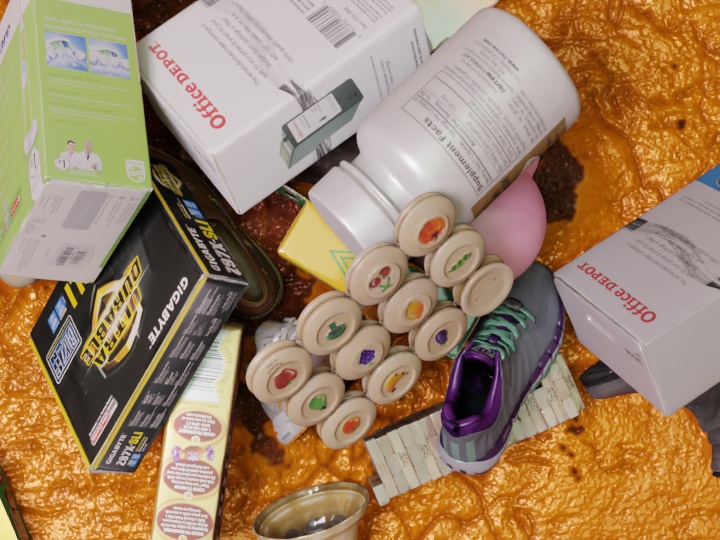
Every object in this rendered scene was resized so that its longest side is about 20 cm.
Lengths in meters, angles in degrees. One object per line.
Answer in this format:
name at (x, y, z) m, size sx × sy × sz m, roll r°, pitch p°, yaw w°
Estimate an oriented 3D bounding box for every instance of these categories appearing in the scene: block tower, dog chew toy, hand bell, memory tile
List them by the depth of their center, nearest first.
memory tile at (0.019, 0.043, 0.974) m, size 0.200 × 0.153 × 0.017 m, roll -45°, pitch 50°, yaw 2°
dog chew toy at (0.099, -0.092, 1.108) m, size 0.122 × 0.125 × 0.204 m, roll 5°, pitch 82°, yaw -3°
hand bell at (-0.018, 0.297, 1.125) m, size 0.103 × 0.104 × 0.203 m, roll -15°, pitch 102°, yaw -3°
block tower at (0.094, 0.134, 1.136) m, size 0.198 × 0.054 × 0.058 m, roll -25°, pitch 90°, yaw -3°

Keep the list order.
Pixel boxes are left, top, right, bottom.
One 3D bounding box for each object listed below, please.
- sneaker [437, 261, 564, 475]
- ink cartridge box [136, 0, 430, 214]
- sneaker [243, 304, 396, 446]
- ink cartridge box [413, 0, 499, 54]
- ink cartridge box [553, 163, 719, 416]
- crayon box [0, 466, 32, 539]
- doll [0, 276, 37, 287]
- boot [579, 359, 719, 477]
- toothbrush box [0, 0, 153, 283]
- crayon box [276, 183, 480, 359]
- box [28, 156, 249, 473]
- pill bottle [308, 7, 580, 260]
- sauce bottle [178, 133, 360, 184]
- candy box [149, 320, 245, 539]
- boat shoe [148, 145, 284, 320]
sneaker at (0.119, 0.065, 1.076) m, size 0.073 × 0.088 × 0.202 m, roll 14°, pitch 62°, yaw 18°
ink cartridge box at (-0.064, -0.164, 1.039) m, size 0.199 × 0.084 × 0.146 m, roll -36°, pitch 57°, yaw -10°
sneaker at (-0.045, 0.069, 1.071) m, size 0.092 × 0.200 × 0.075 m, roll 49°, pitch 51°, yaw 7°
ink cartridge box at (-0.004, -0.239, 1.135) m, size 0.199 × 0.050 × 0.163 m, roll -36°, pitch 91°, yaw -5°
ink cartridge box at (0.282, 0.008, 1.083) m, size 0.198 × 0.145 × 0.085 m, roll -32°, pitch 121°, yaw -8°
crayon box at (-0.397, 0.180, 1.109) m, size 0.170 × 0.058 × 0.202 m, roll -24°, pitch 91°, yaw -3°
doll at (-0.310, -0.084, 1.118) m, size 0.134 × 0.048 × 0.203 m, roll -14°, pitch 87°, yaw -2°
boot at (0.299, 0.121, 1.142) m, size 0.197 × 0.070 × 0.134 m, roll -14°, pitch 96°, yaw 2°
toothbrush box at (-0.231, -0.114, 1.013) m, size 0.085 × 0.146 × 0.203 m, roll 4°, pitch 59°, yaw -30°
crayon box at (0.000, 0.000, 1.096) m, size 0.198 × 0.126 × 0.052 m, roll 32°, pitch 88°, yaw -2°
box at (-0.183, 0.033, 1.047) m, size 0.049 × 0.160 × 0.201 m, roll 12°, pitch 121°, yaw -41°
pill bottle at (0.061, -0.093, 0.995) m, size 0.200 × 0.114 × 0.115 m, roll -43°, pitch 92°, yaw -6°
sauce bottle at (-0.055, -0.109, 1.120) m, size 0.197 × 0.066 × 0.067 m, roll 8°, pitch 89°, yaw 0°
candy box at (-0.135, 0.143, 1.093) m, size 0.055 × 0.117 × 0.204 m, roll 6°, pitch 89°, yaw -3°
boat shoe at (-0.144, -0.037, 1.117) m, size 0.200 × 0.068 × 0.072 m, roll 43°, pitch 88°, yaw -2°
